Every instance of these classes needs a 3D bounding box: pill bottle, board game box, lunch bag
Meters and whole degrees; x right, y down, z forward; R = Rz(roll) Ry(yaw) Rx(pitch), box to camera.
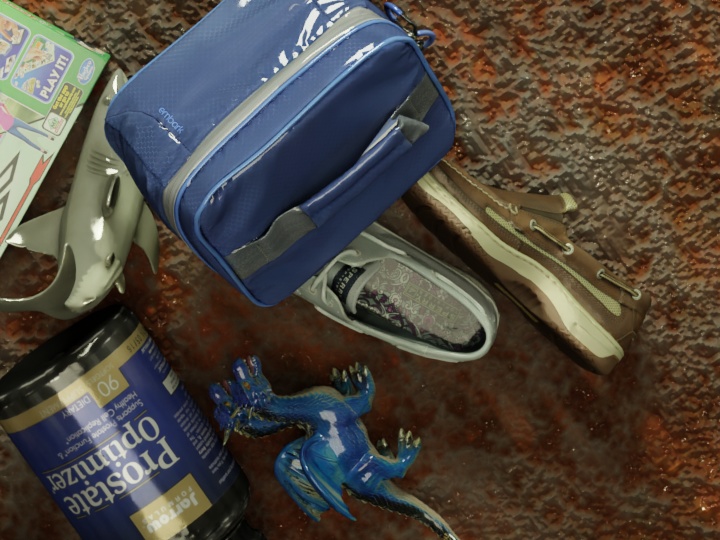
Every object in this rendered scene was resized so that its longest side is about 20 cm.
[{"bbox_3d":[-0.141,0.131,1.421,0.112,0.112,0.200,-33,101,4],"label":"pill bottle"},{"bbox_3d":[-0.267,-0.082,1.414,0.134,0.029,0.200,28,99,-9],"label":"board game box"},{"bbox_3d":[-0.036,-0.085,1.339,0.200,0.136,0.132,-42,56,-3],"label":"lunch bag"}]

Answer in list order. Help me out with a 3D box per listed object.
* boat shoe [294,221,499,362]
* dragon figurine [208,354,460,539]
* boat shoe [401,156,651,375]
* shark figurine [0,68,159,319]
[{"bbox_3d":[0.000,0.001,1.421,0.200,0.072,0.070,25,100,-6],"label":"boat shoe"},{"bbox_3d":[-0.017,0.128,1.432,0.099,0.059,0.200,-38,102,-27],"label":"dragon figurine"},{"bbox_3d":[0.107,-0.023,1.429,0.202,0.075,0.075,43,83,-16],"label":"boat shoe"},{"bbox_3d":[-0.188,-0.015,1.374,0.089,0.215,0.128,2,129,13],"label":"shark figurine"}]
